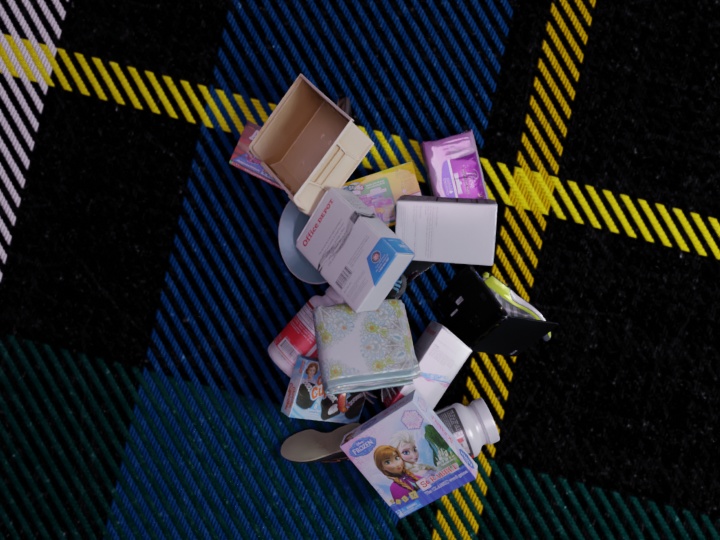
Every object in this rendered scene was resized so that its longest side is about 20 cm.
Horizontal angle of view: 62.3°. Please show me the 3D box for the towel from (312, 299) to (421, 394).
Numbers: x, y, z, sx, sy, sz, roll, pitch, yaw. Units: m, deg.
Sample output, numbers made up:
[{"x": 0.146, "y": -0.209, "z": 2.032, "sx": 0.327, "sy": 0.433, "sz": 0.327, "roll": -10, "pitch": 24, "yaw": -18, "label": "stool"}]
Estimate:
[{"x": 0.011, "y": 0.146, "z": 1.166, "sx": 0.194, "sy": 0.049, "sz": 0.175, "roll": -4, "pitch": 59, "yaw": -13, "label": "towel"}]

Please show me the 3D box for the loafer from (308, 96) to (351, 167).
[{"x": -0.068, "y": -0.285, "z": 1.278, "sx": 0.069, "sy": 0.073, "sz": 0.205, "roll": 14, "pitch": 74, "yaw": 7, "label": "loafer"}]

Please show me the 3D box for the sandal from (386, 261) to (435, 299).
[{"x": 0.088, "y": 0.006, "z": 1.295, "sx": 0.200, "sy": 0.048, "sz": 0.076, "roll": -43, "pitch": 89, "yaw": -1, "label": "sandal"}]

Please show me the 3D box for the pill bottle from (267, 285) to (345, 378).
[{"x": -0.094, "y": 0.130, "z": 1.260, "sx": 0.112, "sy": 0.112, "sz": 0.201, "roll": 42, "pitch": 88, "yaw": 1, "label": "pill bottle"}]

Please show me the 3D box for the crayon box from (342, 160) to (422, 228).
[{"x": 0.036, "y": -0.146, "z": 1.293, "sx": 0.195, "sy": 0.058, "sz": 0.122, "roll": -18, "pitch": 89, "yaw": 0, "label": "crayon box"}]

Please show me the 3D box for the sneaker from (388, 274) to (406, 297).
[{"x": 0.000, "y": 0.000, "z": 1.256, "sx": 0.195, "sy": 0.082, "sz": 0.075, "roll": 13, "pitch": 87, "yaw": 25, "label": "sneaker"}]

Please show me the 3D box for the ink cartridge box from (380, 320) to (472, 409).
[{"x": 0.133, "y": 0.215, "z": 1.242, "sx": 0.085, "sy": 0.148, "sz": 0.202, "roll": 36, "pitch": 89, "yaw": -2, "label": "ink cartridge box"}]

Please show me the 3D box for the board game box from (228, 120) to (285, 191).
[{"x": -0.181, "y": -0.239, "z": 1.314, "sx": 0.196, "sy": 0.019, "sz": 0.105, "roll": 25, "pitch": 88, "yaw": 0, "label": "board game box"}]

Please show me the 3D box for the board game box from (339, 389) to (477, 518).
[{"x": 0.093, "y": 0.364, "z": 1.167, "sx": 0.199, "sy": 0.041, "sz": 0.201, "roll": -38, "pitch": 96, "yaw": 24, "label": "board game box"}]

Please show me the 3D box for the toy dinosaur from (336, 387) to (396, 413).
[{"x": 0.000, "y": 0.209, "z": 1.235, "sx": 0.179, "sy": 0.106, "sz": 0.201, "roll": -15, "pitch": 55, "yaw": -40, "label": "toy dinosaur"}]

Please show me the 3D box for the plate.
[{"x": -0.093, "y": -0.074, "z": 1.276, "sx": 0.196, "sy": 0.025, "sz": 0.206, "roll": 3, "pitch": 95, "yaw": 31, "label": "plate"}]

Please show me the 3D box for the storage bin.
[{"x": -0.106, "y": -0.249, "z": 1.199, "sx": 0.200, "sy": 0.093, "sz": 0.200, "roll": -50, "pitch": 54, "yaw": 10, "label": "storage bin"}]

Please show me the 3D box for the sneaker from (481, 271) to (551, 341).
[{"x": 0.325, "y": 0.091, "z": 1.291, "sx": 0.199, "sy": 0.074, "sz": 0.082, "roll": 38, "pitch": 96, "yaw": 8, "label": "sneaker"}]

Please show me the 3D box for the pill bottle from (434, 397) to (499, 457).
[{"x": 0.184, "y": 0.352, "z": 1.255, "sx": 0.196, "sy": 0.116, "sz": 0.118, "roll": -23, "pitch": 89, "yaw": 0, "label": "pill bottle"}]

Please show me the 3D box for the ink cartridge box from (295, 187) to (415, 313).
[{"x": -0.013, "y": -0.041, "z": 1.163, "sx": 0.200, "sy": 0.083, "sz": 0.146, "roll": 46, "pitch": 114, "yaw": 24, "label": "ink cartridge box"}]

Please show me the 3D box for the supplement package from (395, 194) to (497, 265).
[{"x": 0.171, "y": -0.084, "z": 1.195, "sx": 0.194, "sy": 0.117, "sz": 0.120, "roll": 4, "pitch": 102, "yaw": 9, "label": "supplement package"}]

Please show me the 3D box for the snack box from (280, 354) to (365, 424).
[{"x": -0.065, "y": 0.250, "z": 1.235, "sx": 0.197, "sy": 0.037, "sz": 0.119, "roll": 19, "pitch": 88, "yaw": -44, "label": "snack box"}]

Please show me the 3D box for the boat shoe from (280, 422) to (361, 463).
[{"x": -0.075, "y": 0.380, "z": 1.274, "sx": 0.196, "sy": 0.075, "sz": 0.064, "roll": -14, "pitch": 133, "yaw": 12, "label": "boat shoe"}]

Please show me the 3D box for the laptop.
[{"x": 0.277, "y": 0.088, "z": 1.244, "sx": 0.102, "sy": 0.178, "sz": 0.202, "roll": -26, "pitch": 73, "yaw": -30, "label": "laptop"}]

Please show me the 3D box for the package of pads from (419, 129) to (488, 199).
[{"x": 0.207, "y": -0.192, "z": 1.286, "sx": 0.117, "sy": 0.076, "sz": 0.206, "roll": -13, "pitch": 89, "yaw": 2, "label": "package of pads"}]
